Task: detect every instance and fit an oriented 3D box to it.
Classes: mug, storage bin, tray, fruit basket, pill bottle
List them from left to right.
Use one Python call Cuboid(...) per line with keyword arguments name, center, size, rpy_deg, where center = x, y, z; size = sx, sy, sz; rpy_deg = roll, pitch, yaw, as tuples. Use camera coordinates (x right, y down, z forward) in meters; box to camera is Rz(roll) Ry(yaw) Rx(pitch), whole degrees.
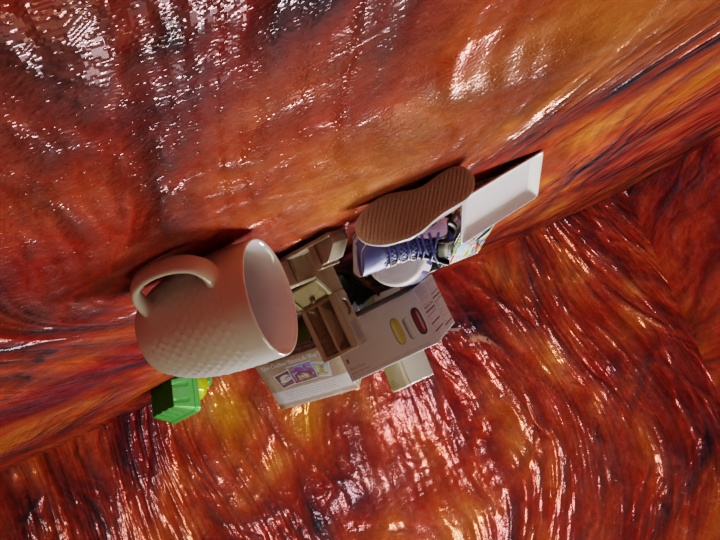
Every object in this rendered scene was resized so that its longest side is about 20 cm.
Cuboid(name="fruit basket", center=(-0.592, 0.425, 2.622), size=(0.209, 0.160, 0.216), rpy_deg=(-10, 161, -3))
Cuboid(name="mug", center=(-0.195, 0.045, 0.939), size=(0.171, 0.151, 0.201), rpy_deg=(-18, 146, 15))
Cuboid(name="storage bin", center=(0.011, 0.029, 1.779), size=(0.133, 0.096, 0.199), rpy_deg=(-19, 171, -41))
Cuboid(name="pill bottle", center=(0.077, -0.028, 1.426), size=(0.113, 0.118, 0.200), rpy_deg=(-25, 174, 9))
Cuboid(name="tray", center=(0.247, -0.135, 1.374), size=(0.197, 0.022, 0.109), rpy_deg=(-31, 140, -23))

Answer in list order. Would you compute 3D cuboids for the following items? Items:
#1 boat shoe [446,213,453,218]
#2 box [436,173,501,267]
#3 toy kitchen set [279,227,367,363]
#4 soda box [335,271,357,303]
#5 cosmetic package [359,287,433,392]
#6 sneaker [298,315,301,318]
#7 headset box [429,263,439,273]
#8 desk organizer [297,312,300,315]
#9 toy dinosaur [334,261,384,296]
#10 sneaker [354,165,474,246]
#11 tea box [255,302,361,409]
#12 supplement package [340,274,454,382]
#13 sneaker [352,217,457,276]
Cuboid(name="boat shoe", center=(0.109, -0.056, 1.571), size=(0.196, 0.069, 0.072), rpy_deg=(-25, 176, 14))
Cuboid(name="box", center=(0.216, -0.094, 1.470), size=(0.108, 0.035, 0.202), rpy_deg=(-21, 151, -32))
Cuboid(name="toy kitchen set", center=(-0.060, 0.050, 1.228), size=(0.161, 0.184, 0.199), rpy_deg=(-27, 178, 24))
Cuboid(name="soda box", center=(-0.060, 0.042, 1.482), size=(0.072, 0.062, 0.200), rpy_deg=(-58, 167, -6))
Cuboid(name="cosmetic package", center=(0.076, 0.150, 1.663), size=(0.072, 0.204, 0.104), rpy_deg=(-19, 169, -21))
Cuboid(name="sneaker", center=(-0.131, 0.072, 1.654), size=(0.197, 0.076, 0.084), rpy_deg=(-28, 174, 26))
Cuboid(name="headset box", center=(0.159, -0.045, 1.691), size=(0.146, 0.076, 0.200), rpy_deg=(-27, -178, 24))
Cuboid(name="desk organizer", center=(-0.202, 0.082, 1.437), size=(0.197, 0.079, 0.071), rpy_deg=(-28, 173, 32))
Cuboid(name="toy dinosaur", center=(0.000, 0.000, 1.533), size=(0.061, 0.105, 0.199), rpy_deg=(-61, -166, -13))
Cuboid(name="sneaker", center=(0.076, -0.084, 1.167), size=(0.196, 0.074, 0.114), rpy_deg=(-23, 177, -14))
Cuboid(name="tea box", center=(-0.100, 0.167, 1.669), size=(0.196, 0.136, 0.199), rpy_deg=(-17, -151, 21))
Cuboid(name="supplement package", center=(0.063, 0.111, 1.511), size=(0.197, 0.113, 0.155), rpy_deg=(-28, -179, 21))
Cuboid(name="sneaker", center=(0.086, -0.049, 1.230), size=(0.197, 0.082, 0.114), rpy_deg=(-27, -143, -34))
